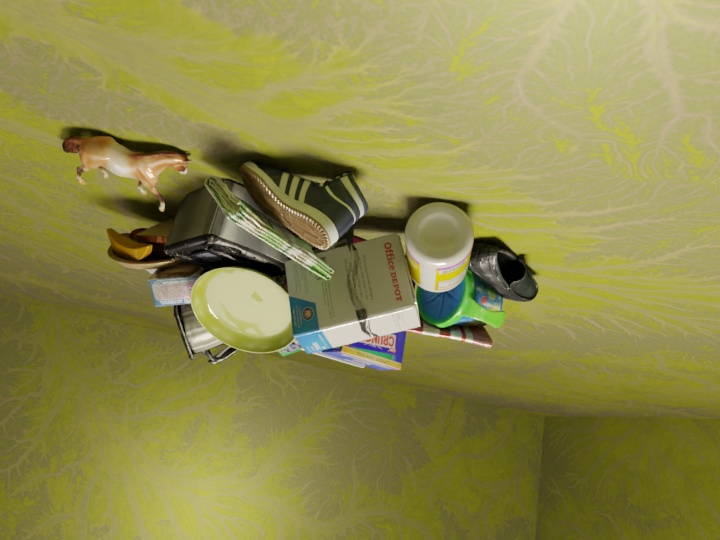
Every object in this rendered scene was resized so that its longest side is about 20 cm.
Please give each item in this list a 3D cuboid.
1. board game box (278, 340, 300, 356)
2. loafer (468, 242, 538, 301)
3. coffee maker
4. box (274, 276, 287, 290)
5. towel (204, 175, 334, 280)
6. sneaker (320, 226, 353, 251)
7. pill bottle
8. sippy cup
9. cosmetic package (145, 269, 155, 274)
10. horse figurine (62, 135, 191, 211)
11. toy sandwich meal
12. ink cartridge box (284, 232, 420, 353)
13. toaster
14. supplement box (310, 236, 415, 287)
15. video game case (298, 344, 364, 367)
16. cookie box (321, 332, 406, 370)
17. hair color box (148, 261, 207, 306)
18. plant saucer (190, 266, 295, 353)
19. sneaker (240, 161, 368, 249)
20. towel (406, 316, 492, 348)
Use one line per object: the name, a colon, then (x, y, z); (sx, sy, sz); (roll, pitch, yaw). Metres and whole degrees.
board game box: (-0.211, 0.114, 1.294); (0.200, 0.029, 0.135); (45, 145, -15)
loafer: (0.268, 0.009, 1.013); (0.200, 0.068, 0.070); (30, 164, -39)
coffee maker: (-0.266, 0.074, 1.148); (0.200, 0.192, 0.135); (-18, 128, -13)
box: (-0.114, 0.063, 1.336); (0.200, 0.115, 0.132); (25, 158, -40)
towel: (-0.136, -0.068, 0.864); (0.200, 0.031, 0.149); (34, -173, -39)
sneaker: (-0.074, -0.078, 0.962); (0.080, 0.071, 0.200); (9, 158, 31)
pill bottle: (0.127, -0.026, 0.927); (0.104, 0.104, 0.200); (8, 163, 9)
sippy cup: (0.198, 0.050, 1.084); (0.130, 0.178, 0.140); (16, 139, -34)
cosmetic package: (-0.378, -0.016, 1.294); (0.200, 0.085, 0.108); (8, 164, 5)
horse figurine: (-0.368, -0.161, 0.871); (0.200, 0.050, 0.133); (21, 149, -12)
toy sandwich meal: (-0.392, -0.065, 1.101); (0.205, 0.070, 0.205); (0, -155, 0)
ink cartridge box: (-0.013, 0.038, 0.937); (0.200, 0.145, 0.084); (-14, 148, 5)
toaster: (-0.218, -0.060, 0.998); (0.181, 0.119, 0.200); (23, 159, -38)
supplement box: (0.000, 0.000, 1.116); (0.200, 0.086, 0.110); (20, 161, -27)
video game case: (-0.030, 0.107, 1.289); (0.182, 0.200, 0.023); (23, 176, -35)
cookie box: (0.020, 0.102, 1.236); (0.171, 0.200, 0.075); (22, 159, -34)
hair color box: (-0.333, -0.003, 1.126); (0.100, 0.061, 0.200); (-5, -155, 3)
plant saucer: (-0.200, 0.066, 1.003); (0.200, 0.031, 0.200); (7, 128, 9)
sneaker: (-0.079, -0.116, 0.828); (0.200, 0.108, 0.070); (37, 151, 26)
towel: (0.146, 0.109, 1.099); (0.200, 0.023, 0.144); (10, -171, 2)
